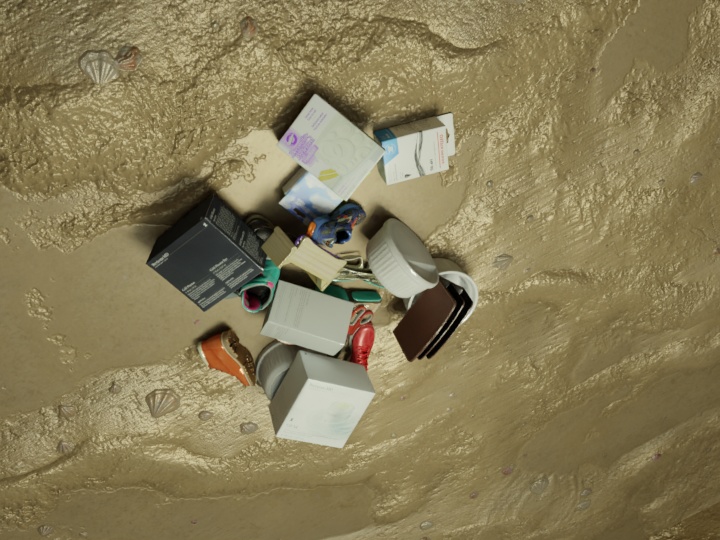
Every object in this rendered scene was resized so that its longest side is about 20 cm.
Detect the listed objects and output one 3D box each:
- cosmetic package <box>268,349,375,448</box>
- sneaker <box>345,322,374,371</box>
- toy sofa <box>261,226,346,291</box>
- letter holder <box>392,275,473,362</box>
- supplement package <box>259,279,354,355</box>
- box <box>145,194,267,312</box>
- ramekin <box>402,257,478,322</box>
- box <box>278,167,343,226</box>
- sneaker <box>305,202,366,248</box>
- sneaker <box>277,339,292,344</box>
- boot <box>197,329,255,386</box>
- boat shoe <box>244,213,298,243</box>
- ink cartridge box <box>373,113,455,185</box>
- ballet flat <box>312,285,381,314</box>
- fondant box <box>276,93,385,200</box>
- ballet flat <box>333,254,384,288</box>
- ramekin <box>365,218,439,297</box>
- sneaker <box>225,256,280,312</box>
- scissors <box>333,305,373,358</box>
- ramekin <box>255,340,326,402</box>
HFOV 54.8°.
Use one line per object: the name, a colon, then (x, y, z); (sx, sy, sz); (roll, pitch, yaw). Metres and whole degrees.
cosmetic package: (-0.102, 0.336, 1.802); (0.199, 0.123, 0.200); (17, 113, -27)
sneaker: (0.010, 0.249, 1.914); (0.078, 0.116, 0.200); (0, 122, -19)
toy sofa: (-0.128, -0.036, 1.627); (0.098, 0.083, 0.200); (-48, 145, 8)
letter holder: (0.195, 0.139, 1.769); (0.100, 0.142, 0.200); (25, 111, -30)
supplement package: (-0.133, 0.120, 1.732); (0.200, 0.117, 0.117); (18, 154, -10)
box: (-0.345, -0.037, 1.582); (0.200, 0.104, 0.182); (-33, 120, 22)
ramekin: (0.207, 0.063, 1.872); (0.200, 0.098, 0.201); (-8, 124, -13)
box: (-0.088, -0.205, 1.634); (0.200, 0.048, 0.122); (-44, 123, 12)
sneaker: (-0.046, -0.099, 1.654); (0.200, 0.078, 0.075); (-32, 155, -47)
sneaker: (-0.140, 0.140, 1.831); (0.200, 0.076, 0.092); (1, 114, -28)
boot: (-0.348, 0.241, 1.828); (0.107, 0.075, 0.200); (-18, 128, 11)
boat shoe: (-0.197, -0.058, 1.676); (0.200, 0.073, 0.075); (31, 108, -31)
ink cartridge box: (0.140, -0.289, 1.644); (0.200, 0.068, 0.116); (-16, 125, -8)
ballet flat: (-0.039, 0.086, 1.827); (0.200, 0.068, 0.067); (10, 126, -22)
fondant box: (-0.064, -0.273, 1.543); (0.200, 0.058, 0.144); (38, 102, -7)
ballet flat: (0.000, 0.000, 1.789); (0.200, 0.068, 0.075); (10, 102, -21)
ramekin: (0.098, -0.022, 1.728); (0.094, 0.203, 0.202); (-38, 126, 22)
sneaker: (-0.273, 0.051, 1.660); (0.200, 0.121, 0.084); (-29, 129, 30)
scissors: (-0.039, 0.171, 1.850); (0.073, 0.014, 0.200); (20, 117, -46)
ramekin: (-0.178, 0.285, 1.882); (0.200, 0.105, 0.201); (-8, 123, -13)
